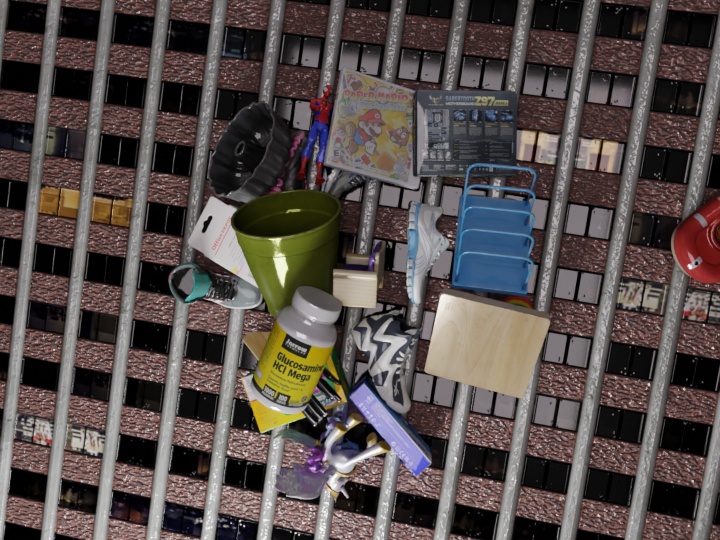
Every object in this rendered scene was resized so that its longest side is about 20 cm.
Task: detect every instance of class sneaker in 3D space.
[{"bbox_3d":[0.131,-0.033,1.227,0.085,0.075,0.204,3,93,2],"label":"sneaker"},{"bbox_3d":[-0.004,-0.200,1.232,0.085,0.077,0.201,34,94,-2],"label":"sneaker"},{"bbox_3d":[0.081,0.170,1.236,0.128,0.079,0.202,-29,79,17],"label":"sneaker"},{"bbox_3d":[-0.138,-0.180,1.262,0.094,0.079,0.203,25,83,-31],"label":"sneaker"},{"bbox_3d":[-0.300,0.033,1.260,0.196,0.121,0.085,13,94,6],"label":"sneaker"}]

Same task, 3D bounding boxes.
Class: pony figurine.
[{"bbox_3d":[-0.064,0.367,1.231,0.191,0.168,0.201,27,118,-18],"label":"pony figurine"}]

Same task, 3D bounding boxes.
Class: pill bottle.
[{"bbox_3d":[-0.108,0.135,1.084,0.111,0.112,0.203,25,106,6],"label":"pill bottle"}]

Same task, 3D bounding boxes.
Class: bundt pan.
[{"bbox_3d":[-0.208,-0.222,1.221,0.200,0.075,0.205,-21,57,36],"label":"bundt pan"}]

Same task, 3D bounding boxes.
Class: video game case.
[{"bbox_3d":[0.038,-0.268,1.198,0.197,0.023,0.185,11,88,-21],"label":"video game case"}]

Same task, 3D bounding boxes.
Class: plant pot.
[{"bbox_3d":[-0.123,-0.019,1.151,0.196,0.201,0.196,-2,119,8],"label":"plant pot"}]

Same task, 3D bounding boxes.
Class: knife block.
[{"bbox_3d":[-0.133,0.208,1.200,0.196,0.064,0.179,-3,69,15],"label":"knife block"}]

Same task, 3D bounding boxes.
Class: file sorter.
[{"bbox_3d":[0.245,-0.077,1.139,0.136,0.123,0.203,6,62,8],"label":"file sorter"}]

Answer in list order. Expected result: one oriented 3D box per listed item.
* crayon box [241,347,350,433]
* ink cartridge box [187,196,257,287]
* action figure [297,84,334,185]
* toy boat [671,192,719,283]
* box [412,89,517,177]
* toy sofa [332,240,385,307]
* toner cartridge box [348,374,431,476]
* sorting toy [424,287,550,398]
[{"bbox_3d":[-0.130,0.238,1.279,0.197,0.058,0.121,-21,90,8],"label":"crayon box"},{"bbox_3d":[-0.235,-0.054,1.273,0.198,0.067,0.118,30,95,4],"label":"ink cartridge box"},{"bbox_3d":[-0.070,-0.279,1.210,0.064,0.099,0.204,14,72,-22],"label":"action figure"},{"bbox_3d":[0.666,-0.065,1.122,0.199,0.131,0.131,-38,87,8],"label":"toy boat"},{"bbox_3d":[0.199,-0.260,1.198,0.196,0.051,0.161,-1,94,-5],"label":"box"},{"bbox_3d":[0.000,0.000,1.179,0.081,0.200,0.100,4,101,5],"label":"toy sofa"},{"bbox_3d":[0.060,0.302,1.239,0.043,0.095,0.201,-41,88,5],"label":"toner cartridge box"},{"bbox_3d":[0.236,0.124,1.182,0.195,0.070,0.203,14,127,9],"label":"sorting toy"}]
